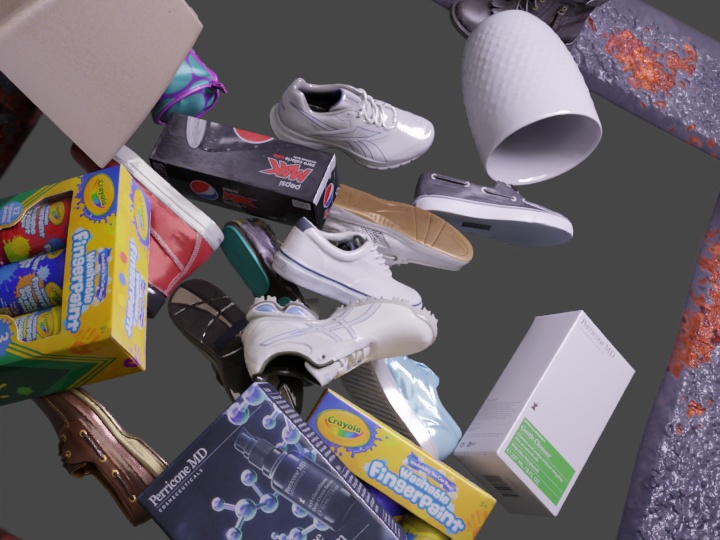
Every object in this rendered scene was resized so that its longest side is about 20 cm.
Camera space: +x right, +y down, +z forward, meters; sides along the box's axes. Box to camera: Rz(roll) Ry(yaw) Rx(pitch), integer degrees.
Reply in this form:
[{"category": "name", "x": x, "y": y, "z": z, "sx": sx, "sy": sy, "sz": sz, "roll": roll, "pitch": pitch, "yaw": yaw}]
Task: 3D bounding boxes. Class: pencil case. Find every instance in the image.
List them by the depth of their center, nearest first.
[{"category": "pencil case", "x": -0.234, "y": -0.266, "z": 1.282, "sx": 0.092, "sy": 0.085, "sz": 0.202, "roll": -28, "pitch": 77, "yaw": 3}]

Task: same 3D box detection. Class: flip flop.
[{"category": "flip flop", "x": -0.131, "y": 0.092, "z": 1.185, "sx": 0.081, "sy": 0.058, "sz": 0.200, "roll": -38, "pitch": 67, "yaw": -21}]

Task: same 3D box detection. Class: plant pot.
[{"category": "plant pot", "x": -0.282, "y": -0.267, "z": 1.141, "sx": 0.176, "sy": 0.200, "sz": 0.200, "roll": -38, "pitch": 50, "yaw": 1}]

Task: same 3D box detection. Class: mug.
[{"category": "mug", "x": 0.212, "y": -0.213, "z": 1.371, "sx": 0.199, "sy": 0.147, "sz": 0.177, "roll": 13, "pitch": 53, "yaw": -44}]

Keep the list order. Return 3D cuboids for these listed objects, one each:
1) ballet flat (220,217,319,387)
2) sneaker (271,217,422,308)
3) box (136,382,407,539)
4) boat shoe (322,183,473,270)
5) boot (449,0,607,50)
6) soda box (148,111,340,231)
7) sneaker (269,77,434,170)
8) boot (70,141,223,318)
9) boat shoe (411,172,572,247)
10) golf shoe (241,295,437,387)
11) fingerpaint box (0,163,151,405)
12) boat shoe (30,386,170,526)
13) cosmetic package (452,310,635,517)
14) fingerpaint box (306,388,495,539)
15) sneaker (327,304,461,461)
[{"category": "ballet flat", "x": -0.081, "y": 0.028, "z": 1.219, "sx": 0.071, "sy": 0.072, "sz": 0.202, "roll": -23, "pitch": 77, "yaw": -23}, {"category": "sneaker", "x": 0.000, "y": 0.000, "z": 1.207, "sx": 0.199, "sy": 0.071, "sz": 0.073, "roll": 20, "pitch": 16, "yaw": -40}, {"category": "box", "x": -0.075, "y": 0.223, "z": 1.012, "sx": 0.148, "sy": 0.107, "sz": 0.200, "roll": -44, "pitch": 84, "yaw": -3}, {"category": "boat shoe", "x": 0.029, "y": -0.037, "z": 1.277, "sx": 0.198, "sy": 0.070, "sz": 0.071, "roll": 22, "pitch": 32, "yaw": 2}, {"category": "boot", "x": 0.226, "y": -0.350, "z": 1.400, "sx": 0.197, "sy": 0.174, "sz": 0.070, "roll": 4, "pitch": 67, "yaw": -15}, {"category": "soda box", "x": -0.126, "y": -0.107, "z": 1.224, "sx": 0.197, "sy": 0.064, "sz": 0.071, "roll": 16, "pitch": 63, "yaw": 13}, {"category": "sneaker", "x": -0.004, "y": -0.173, "z": 1.310, "sx": 0.197, "sy": 0.087, "sz": 0.075, "roll": 6, "pitch": 64, "yaw": -15}, {"category": "boot", "x": -0.265, "y": -0.046, "z": 1.196, "sx": 0.199, "sy": 0.073, "sz": 0.145, "roll": 39, "pitch": 75, "yaw": 9}, {"category": "boat shoe", "x": 0.157, "y": -0.077, "z": 1.332, "sx": 0.197, "sy": 0.070, "sz": 0.067, "roll": 8, "pitch": 67, "yaw": -5}, {"category": "golf shoe", "x": -0.020, "y": 0.082, "z": 1.116, "sx": 0.197, "sy": 0.079, "sz": 0.098, "roll": -3, "pitch": 44, "yaw": 2}, {"category": "fingerpaint box", "x": -0.295, "y": 0.012, "z": 1.094, "sx": 0.165, "sy": 0.074, "sz": 0.202, "roll": -13, "pitch": 55, "yaw": 13}, {"category": "boat shoe", "x": -0.267, "y": 0.169, "z": 1.099, "sx": 0.199, "sy": 0.072, "sz": 0.068, "roll": 40, "pitch": 68, "yaw": 6}, {"category": "cosmetic package", "x": 0.201, "y": 0.154, "z": 1.221, "sx": 0.108, "sy": 0.085, "sz": 0.201, "roll": 44, "pitch": 63, "yaw": -18}, {"category": "fingerpaint box", "x": 0.005, "y": 0.241, "z": 1.109, "sx": 0.199, "sy": 0.073, "sz": 0.168, "roll": 34, "pitch": 85, "yaw": 0}, {"category": "sneaker", "x": 0.038, "y": 0.120, "z": 1.217, "sx": 0.081, "sy": 0.074, "sz": 0.202, "roll": -25, "pitch": 82, "yaw": -38}]
